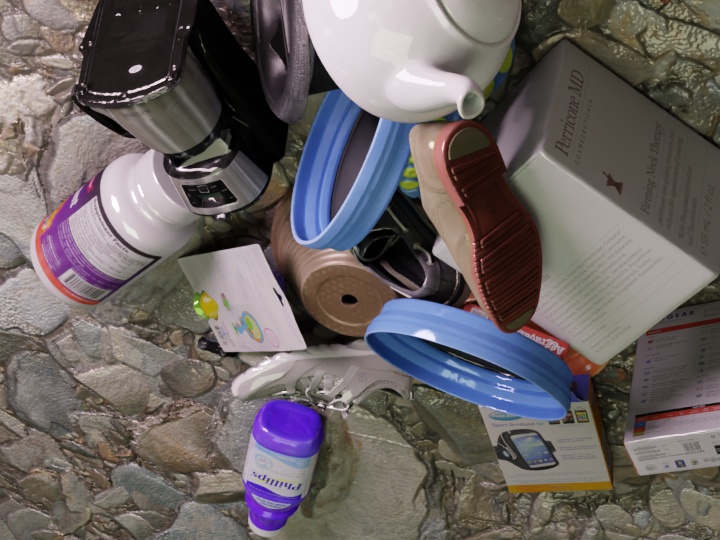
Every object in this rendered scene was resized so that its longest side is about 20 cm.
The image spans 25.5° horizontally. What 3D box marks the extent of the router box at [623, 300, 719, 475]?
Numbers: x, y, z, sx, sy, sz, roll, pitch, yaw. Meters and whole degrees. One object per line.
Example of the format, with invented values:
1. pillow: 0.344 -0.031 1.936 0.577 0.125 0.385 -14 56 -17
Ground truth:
1. router box: 0.362 0.103 1.523 0.199 0.180 0.049 -12 127 27

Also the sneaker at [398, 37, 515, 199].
1. sneaker: 0.076 -0.162 1.441 0.070 0.083 0.200 10 123 -23

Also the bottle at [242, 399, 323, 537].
1. bottle: -0.097 0.238 1.871 0.083 0.065 0.201 16 134 1

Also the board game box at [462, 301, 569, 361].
1. board game box: 0.139 0.081 1.529 0.103 0.020 0.200 23 166 6

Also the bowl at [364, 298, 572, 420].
1. bowl: 0.102 0.081 1.464 0.200 0.040 0.201 21 166 5

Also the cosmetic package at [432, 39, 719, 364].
1. cosmetic package: 0.201 -0.058 1.432 0.200 0.168 0.166 33 134 -15

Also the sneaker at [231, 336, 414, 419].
1. sneaker: -0.034 0.116 1.649 0.199 0.082 0.075 -10 175 -8

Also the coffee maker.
1. coffee maker: -0.148 -0.176 1.451 0.134 0.193 0.200 18 161 31

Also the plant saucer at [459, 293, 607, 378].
1. plant saucer: 0.158 0.066 1.626 0.199 0.032 0.201 5 148 3

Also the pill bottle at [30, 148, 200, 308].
1. pill bottle: -0.238 -0.050 1.616 0.111 0.112 0.200 41 130 -21

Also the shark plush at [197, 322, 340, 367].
1. shark plush: -0.085 0.107 1.750 0.199 0.091 0.083 -3 162 13

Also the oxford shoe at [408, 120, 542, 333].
1. oxford shoe: 0.097 -0.040 1.337 0.075 0.070 0.201 19 134 54

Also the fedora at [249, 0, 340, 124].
1. fedora: -0.035 -0.228 1.366 0.091 0.201 0.201 -4 137 -17

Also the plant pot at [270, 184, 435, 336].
1. plant pot: 0.000 0.000 1.603 0.200 0.093 0.201 8 133 9

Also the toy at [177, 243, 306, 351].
1. toy: -0.113 0.024 1.648 0.200 0.047 0.116 -9 109 57

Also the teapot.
1. teapot: 0.061 -0.223 1.265 0.146 0.197 0.201 -20 98 42

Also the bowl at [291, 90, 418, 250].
1. bowl: -0.002 -0.111 1.417 0.039 0.201 0.201 20 136 -18

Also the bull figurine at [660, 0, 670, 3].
1. bull figurine: 0.286 -0.271 1.269 0.199 0.065 0.121 -9 162 15

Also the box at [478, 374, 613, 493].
1. box: 0.200 0.171 1.709 0.118 0.042 0.200 -4 139 16

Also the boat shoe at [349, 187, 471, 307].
1. boat shoe: 0.020 -0.033 1.474 0.200 0.063 0.073 41 113 36
